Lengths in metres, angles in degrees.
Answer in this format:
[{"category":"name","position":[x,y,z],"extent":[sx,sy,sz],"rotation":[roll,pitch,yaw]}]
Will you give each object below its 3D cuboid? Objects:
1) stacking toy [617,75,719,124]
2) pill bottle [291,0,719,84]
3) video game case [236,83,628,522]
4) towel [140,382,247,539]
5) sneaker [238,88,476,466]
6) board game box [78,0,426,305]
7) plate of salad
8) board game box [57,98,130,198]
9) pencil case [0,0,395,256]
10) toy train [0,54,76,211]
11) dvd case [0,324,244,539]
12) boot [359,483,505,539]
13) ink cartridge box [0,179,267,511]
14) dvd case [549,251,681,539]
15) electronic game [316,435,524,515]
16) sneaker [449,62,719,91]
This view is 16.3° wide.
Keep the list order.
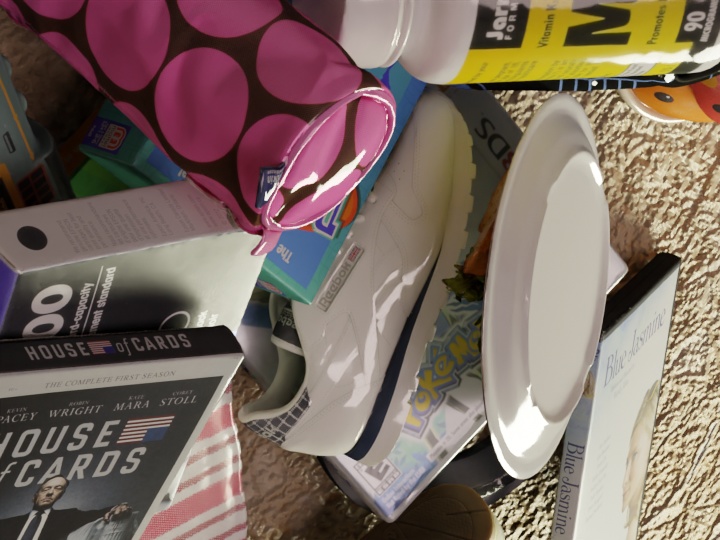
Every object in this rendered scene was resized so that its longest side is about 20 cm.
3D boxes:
[{"category":"stacking toy","position":[0.244,-0.121,1.387],"extent":[0.145,0.200,0.147],"rotation":[-20,125,-31]},{"category":"pill bottle","position":[0.073,-0.146,1.184],"extent":[0.198,0.114,0.115],"rotation":[-4,119,-18]},{"category":"video game case","position":[0.028,0.006,1.366],"extent":[0.200,0.022,0.182],"rotation":[-46,116,-9]},{"category":"towel","position":[-0.130,0.114,1.313],"extent":[0.146,0.030,0.201],"rotation":[-27,138,-24]},{"category":"sneaker","position":[0.000,0.000,1.303],"extent":[0.080,0.076,0.202],"rotation":[15,93,-17]},{"category":"board game box","position":[-0.034,-0.106,1.244],"extent":[0.152,0.045,0.201],"rotation":[38,76,-46]},{"category":"plate of salad","position":[0.088,0.007,1.311],"extent":[0.200,0.048,0.202],"rotation":[6,90,-69]},{"category":"board game box","position":[-0.129,-0.018,1.255],"extent":[0.200,0.030,0.096],"rotation":[-51,135,-9]},{"category":"pencil case","position":[-0.083,-0.101,1.130],"extent":[0.094,0.200,0.091],"rotation":[-55,158,21]},{"category":"toy train","position":[-0.200,-0.059,1.135],"extent":[0.114,0.085,0.201],"rotation":[-42,138,-24]},{"category":"dvd case","position":[-0.154,0.107,1.168],"extent":[0.150,0.025,0.201],"rotation":[-4,136,-42]},{"category":"boot","position":[0.011,0.212,1.474],"extent":[0.199,0.072,0.155],"rotation":[-33,151,5]},{"category":"ink cartridge box","position":[-0.151,0.051,1.163],"extent":[0.199,0.043,0.199],"rotation":[-10,138,-36]},{"category":"dvd case","position":[0.151,0.102,1.521],"extent":[0.143,0.017,0.201],"rotation":[-36,136,-58]},{"category":"electronic game","position":[0.055,0.051,1.441],"extent":[0.199,0.042,0.202],"rotation":[-14,117,-29]},{"category":"sneaker","position":[0.122,-0.126,1.289],"extent":[0.199,0.078,0.071],"rotation":[-10,108,-29]}]
